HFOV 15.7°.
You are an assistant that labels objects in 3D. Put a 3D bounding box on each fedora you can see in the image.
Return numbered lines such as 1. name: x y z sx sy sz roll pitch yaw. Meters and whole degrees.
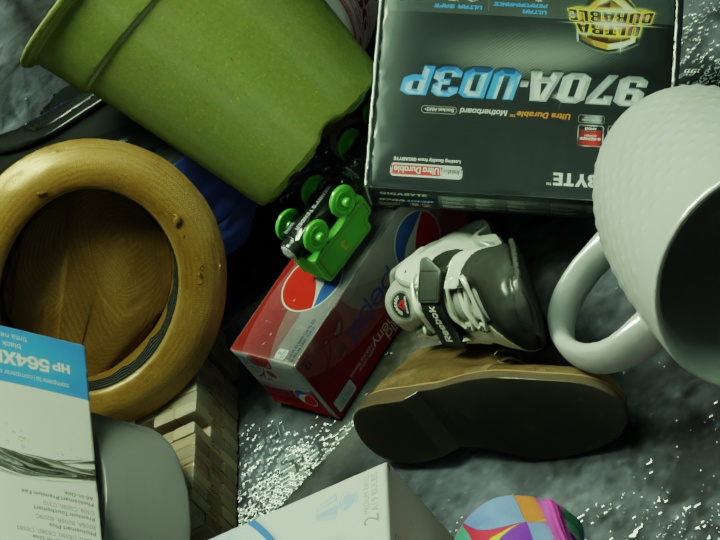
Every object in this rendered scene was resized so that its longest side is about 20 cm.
1. fedora: -0.184 0.005 1.778 0.200 0.201 0.082 -38 12 4

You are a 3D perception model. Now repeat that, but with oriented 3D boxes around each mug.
1. mug: 0.194 -0.017 1.564 0.200 0.148 0.175 -42 29 7

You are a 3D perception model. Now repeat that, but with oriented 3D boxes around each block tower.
1. block tower: -0.119 0.119 1.778 0.058 0.054 0.201 -24 40 22

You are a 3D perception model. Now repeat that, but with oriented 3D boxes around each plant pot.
1. plant pot: -0.092 -0.150 1.753 0.200 0.190 0.200 -48 2 3

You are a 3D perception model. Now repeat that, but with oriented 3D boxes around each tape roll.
1. tape roll: -0.189 0.192 1.688 0.200 0.066 0.201 -31 51 48

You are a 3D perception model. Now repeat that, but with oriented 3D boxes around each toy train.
1. toy train: 0.016 -0.078 1.754 0.042 0.056 0.200 22 68 44

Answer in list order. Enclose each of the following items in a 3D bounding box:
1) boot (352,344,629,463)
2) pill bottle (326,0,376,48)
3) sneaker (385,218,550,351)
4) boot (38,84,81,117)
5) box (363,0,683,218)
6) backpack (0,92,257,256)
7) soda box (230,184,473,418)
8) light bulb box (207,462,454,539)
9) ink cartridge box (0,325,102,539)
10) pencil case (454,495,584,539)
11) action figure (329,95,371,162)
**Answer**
1. boot: 0.088 0.072 1.633 0.199 0.074 0.076 -5 37 41
2. pill bottle: -0.048 -0.186 1.933 0.113 0.114 0.200 -29 12 15
3. sneaker: 0.064 0.020 1.652 0.088 0.074 0.200 -20 9 -6
4. boot: -0.177 -0.158 2.110 0.162 0.073 0.199 -24 39 27
5. box: 0.107 -0.118 1.701 0.199 0.046 0.160 4 77 5
6. backpack: -0.167 -0.051 1.901 0.199 0.168 0.163 -29 40 14
7. soda box: 0.000 0.000 1.786 0.070 0.063 0.200 12 60 46
8. light bulb box: -0.036 0.250 1.506 0.199 0.125 0.199 -25 39 19
9. ink cartridge box: -0.232 0.157 1.629 0.146 0.084 0.201 -46 40 38
10. pencil case: 0.112 0.208 1.451 0.088 0.088 0.200 -35 36 7
11. action figure: 0.075 -0.167 1.890 0.149 0.133 0.201 -54 15 44
